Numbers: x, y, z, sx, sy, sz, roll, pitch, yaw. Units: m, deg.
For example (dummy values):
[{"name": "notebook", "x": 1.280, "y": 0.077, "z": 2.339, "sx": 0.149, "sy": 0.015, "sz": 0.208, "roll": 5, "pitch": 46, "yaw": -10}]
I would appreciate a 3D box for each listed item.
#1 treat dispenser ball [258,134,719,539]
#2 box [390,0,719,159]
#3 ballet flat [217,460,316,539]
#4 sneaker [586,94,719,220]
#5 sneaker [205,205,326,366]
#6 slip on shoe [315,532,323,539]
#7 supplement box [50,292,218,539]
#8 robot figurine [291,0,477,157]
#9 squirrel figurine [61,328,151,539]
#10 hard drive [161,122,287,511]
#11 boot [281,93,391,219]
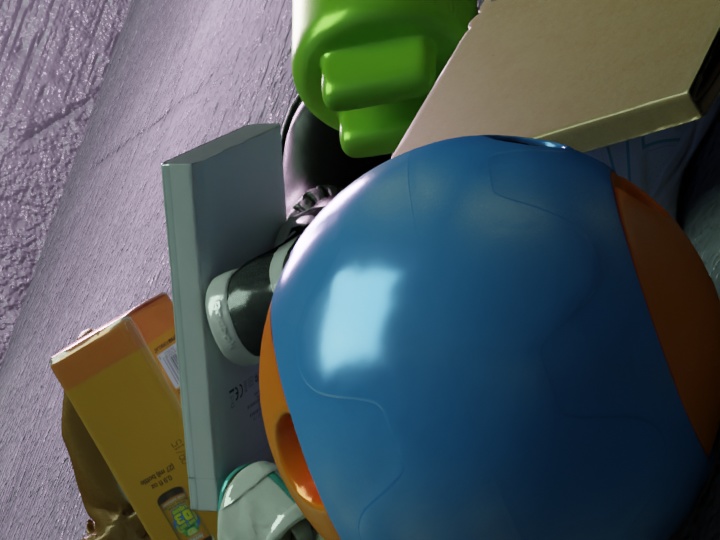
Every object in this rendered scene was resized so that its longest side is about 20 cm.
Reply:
[{"name": "treat dispenser ball", "x": 0.056, "y": 0.044, "z": 1.232, "sx": 0.201, "sy": 0.200, "sz": 0.202, "roll": -158, "pitch": 90, "yaw": -77}, {"name": "box", "x": 0.112, "y": -0.108, "z": 1.398, "sx": 0.199, "sy": 0.021, "sz": 0.164, "roll": -15, "pitch": 34, "yaw": 43}, {"name": "ballet flat", "x": -0.050, "y": 0.206, "z": 1.680, "sx": 0.070, "sy": 0.069, "sz": 0.201, "roll": -92, "pitch": 4, "yaw": -62}, {"name": "sneaker", "x": 0.126, "y": -0.071, "z": 1.418, "sx": 0.070, "sy": 0.080, "sz": 0.201, "roll": 143, "pitch": 148, "yaw": -70}, {"name": "sneaker", "x": 0.000, "y": 0.000, "z": 1.681, "sx": 0.111, "sy": 0.073, "sz": 0.200, "roll": -18, "pitch": 9, "yaw": 25}, {"name": "slip on shoe", "x": 0.017, "y": 0.118, "z": 1.605, "sx": 0.074, "sy": 0.061, "sz": 0.201, "roll": -150, "pitch": 68, "yaw": -66}, {"name": "supplement box", "x": -0.103, "y": 0.119, "z": 1.760, "sx": 0.066, "sy": 0.201, "sz": 0.069, "roll": -29, "pitch": 1, "yaw": 24}, {"name": "robot figurine", "x": 0.015, "y": -0.163, "z": 1.804, "sx": 0.176, "sy": 0.115, "sz": 0.201, "roll": 65, "pitch": -162, "yaw": -47}, {"name": "squirrel figurine", "x": -0.111, "y": 0.124, "z": 1.898, "sx": 0.187, "sy": 0.141, "sz": 0.201, "roll": -40, "pitch": -34, "yaw": -72}, {"name": "hard drive", "x": -0.073, "y": 0.025, "z": 1.701, "sx": 0.132, "sy": 0.026, "sz": 0.202, "roll": -32, "pitch": -59, "yaw": -66}, {"name": "boot", "x": -0.012, "y": -0.047, "z": 1.936, "sx": 0.158, "sy": 0.079, "sz": 0.213, "roll": 132, "pitch": 147, "yaw": -74}]
